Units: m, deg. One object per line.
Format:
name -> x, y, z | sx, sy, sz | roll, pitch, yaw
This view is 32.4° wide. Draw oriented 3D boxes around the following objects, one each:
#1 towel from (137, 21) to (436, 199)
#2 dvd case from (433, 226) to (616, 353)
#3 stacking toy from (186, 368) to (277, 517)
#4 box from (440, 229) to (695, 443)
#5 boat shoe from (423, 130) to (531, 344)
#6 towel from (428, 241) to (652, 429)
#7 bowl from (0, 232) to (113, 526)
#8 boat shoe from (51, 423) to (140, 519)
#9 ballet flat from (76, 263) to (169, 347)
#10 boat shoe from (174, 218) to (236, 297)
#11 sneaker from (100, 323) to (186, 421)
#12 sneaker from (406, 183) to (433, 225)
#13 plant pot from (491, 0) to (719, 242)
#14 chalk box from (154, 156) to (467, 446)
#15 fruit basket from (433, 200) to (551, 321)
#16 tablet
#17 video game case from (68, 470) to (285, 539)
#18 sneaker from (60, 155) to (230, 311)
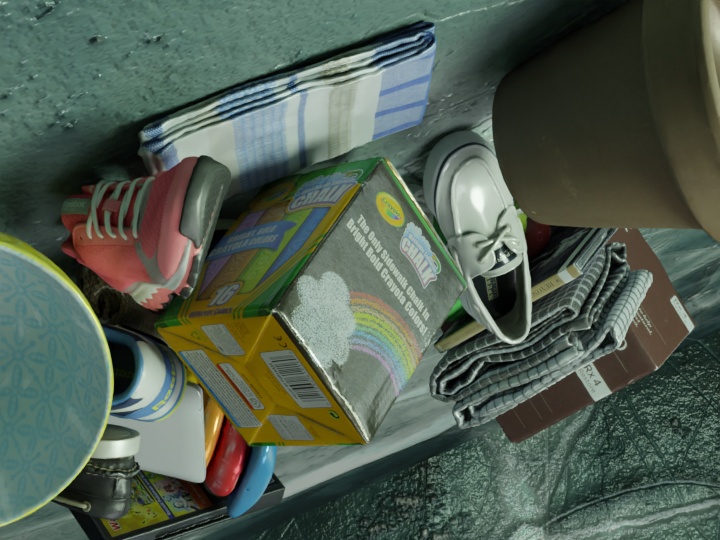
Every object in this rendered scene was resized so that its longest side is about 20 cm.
towel -> -0.044, -0.091, 0.809 | 0.199, 0.024, 0.147 | -22, 165, -8
dvd case -> 0.167, 0.000, 1.161 | 0.200, 0.016, 0.149 | -36, -174, 48
stacking toy -> -0.169, 0.119, 1.028 | 0.199, 0.110, 0.116 | 14, 136, -12
box -> 0.230, 0.058, 1.378 | 0.200, 0.166, 0.164 | -34, 176, 33
boat shoe -> 0.103, -0.021, 1.012 | 0.072, 0.066, 0.201 | -23, 130, -13
towel -> 0.172, 0.052, 1.207 | 0.200, 0.086, 0.166 | -35, -174, 35
bowl -> -0.258, 0.052, 0.764 | 0.199, 0.201, 0.108 | -21, -153, -10
boat shoe -> -0.236, 0.136, 0.899 | 0.199, 0.061, 0.074 | 4, -178, 34
ballet flat -> -0.175, 0.038, 0.952 | 0.067, 0.047, 0.200 | 18, 164, 10
boat shoe -> -0.069, -0.011, 0.968 | 0.201, 0.063, 0.074 | -14, 159, -37
sneaker -> -0.225, 0.064, 0.869 | 0.199, 0.074, 0.082 | 2, 170, 2
sneaker -> 0.000, 0.000, 1.084 | 0.075, 0.104, 0.201 | -47, 153, -43
plant pot -> 0.192, -0.105, 0.858 | 0.174, 0.202, 0.200 | -12, 173, 34
chalk box -> -0.021, 0.008, 0.862 | 0.123, 0.125, 0.200 | -9, -145, 43
fruit basket -> 0.118, -0.032, 1.170 | 0.200, 0.094, 0.185 | -33, 172, -33
tablet -> -0.217, 0.109, 0.959 | 0.199, 0.014, 0.131 | 11, 138, 4
video game case -> -0.195, 0.160, 1.115 | 0.180, 0.200, 0.026 | -11, 131, -39
sneaker -> -0.140, -0.024, 0.755 | 0.086, 0.074, 0.200 | 21, 160, -15
